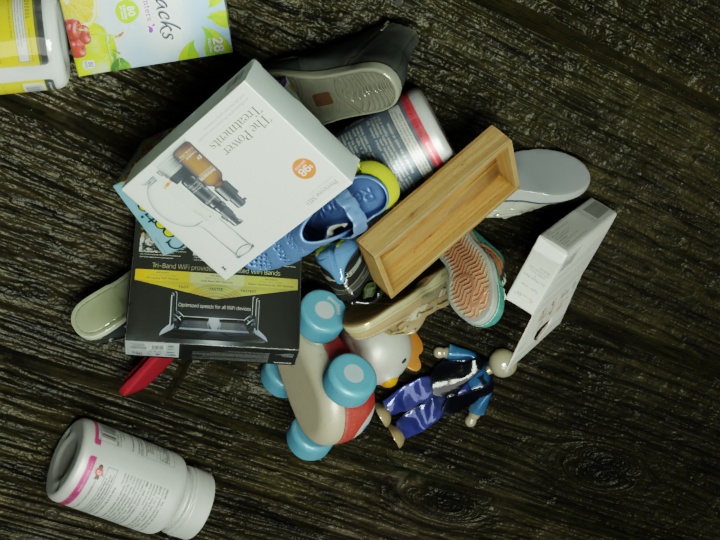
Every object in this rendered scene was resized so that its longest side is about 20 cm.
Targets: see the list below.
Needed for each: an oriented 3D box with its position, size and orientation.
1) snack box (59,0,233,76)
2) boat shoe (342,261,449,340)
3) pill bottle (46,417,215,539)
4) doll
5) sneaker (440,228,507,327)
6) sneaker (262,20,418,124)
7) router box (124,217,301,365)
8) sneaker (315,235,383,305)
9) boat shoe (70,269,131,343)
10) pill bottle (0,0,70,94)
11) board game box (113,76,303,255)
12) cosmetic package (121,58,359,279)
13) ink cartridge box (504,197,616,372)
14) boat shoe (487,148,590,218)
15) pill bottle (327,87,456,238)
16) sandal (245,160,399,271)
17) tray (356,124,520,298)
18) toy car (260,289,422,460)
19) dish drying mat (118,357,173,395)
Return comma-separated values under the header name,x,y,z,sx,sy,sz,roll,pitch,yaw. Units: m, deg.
name,x,y,z,sx,sy,sz,roll,pitch,yaw
snack box,-0.228,-0.313,1.256,0.168,0.068,0.200,-9,126,-5
boat shoe,0.053,0.049,1.495,0.071,0.200,0.065,0,110,39
pill bottle,-0.300,0.280,1.618,0.200,0.113,0.113,27,115,-26
doll,0.123,0.165,1.669,0.200,0.048,0.137,-30,115,2
sneaker,0.148,0.008,1.473,0.080,0.200,0.071,32,114,-26
sneaker,-0.033,-0.218,1.367,0.200,0.106,0.075,0,130,24
router box,-0.169,0.024,1.431,0.200,0.157,0.052,5,155,-8
sneaker,0.000,0.000,1.458,0.071,0.200,0.083,-16,91,18
boat shoe,-0.251,0.033,1.488,0.199,0.075,0.066,-33,158,-12
pill bottle,-0.403,-0.232,1.247,0.200,0.112,0.112,-7,125,-8
board game box,-0.150,-0.113,1.345,0.200,0.103,0.105,-19,120,25
cosmetic package,-0.124,-0.098,1.254,0.151,0.052,0.200,41,124,-21
ink cartridge box,0.233,0.014,1.510,0.045,0.200,0.176,33,118,16
boat shoe,0.179,-0.097,1.500,0.200,0.071,0.070,-9,153,-11
pill bottle,0.007,-0.113,1.411,0.200,0.120,0.120,-28,125,7
sandal,-0.056,-0.053,1.331,0.200,0.087,0.080,-27,106,23
tray,0.089,-0.065,1.364,0.200,0.037,0.099,-41,151,-10
toy car,0.004,0.119,1.547,0.200,0.177,0.184,-11,153,-29
dish drying mat,-0.223,0.080,1.531,0.200,0.077,0.018,-46,79,18
